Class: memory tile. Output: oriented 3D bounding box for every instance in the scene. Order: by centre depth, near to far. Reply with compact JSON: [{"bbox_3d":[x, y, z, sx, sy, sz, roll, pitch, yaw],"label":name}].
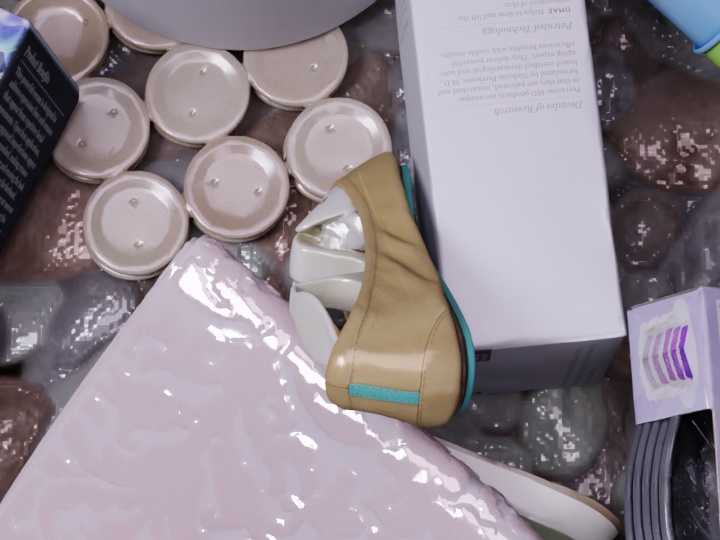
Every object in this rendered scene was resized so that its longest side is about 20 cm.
[{"bbox_3d":[-0.086,-0.104,1.028,0.153,0.017,0.200,-22,78,-5],"label":"memory tile"}]

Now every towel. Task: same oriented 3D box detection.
[{"bbox_3d":[-0.048,0.118,0.926,0.200,0.032,0.191,41,109,11],"label":"towel"}]

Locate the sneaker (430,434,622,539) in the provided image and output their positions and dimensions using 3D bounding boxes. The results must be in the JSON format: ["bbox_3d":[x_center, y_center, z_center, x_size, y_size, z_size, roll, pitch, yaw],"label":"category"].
[{"bbox_3d":[0.007,0.114,0.950,0.200,0.067,0.090,21,77,5],"label":"sneaker"}]

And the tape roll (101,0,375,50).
[{"bbox_3d":[-0.057,-0.215,0.974,0.202,0.139,0.203,0,76,-1],"label":"tape roll"}]

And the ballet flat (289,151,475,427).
[{"bbox_3d":[0.000,0.000,0.901,0.063,0.200,0.069,-1,112,-8],"label":"ballet flat"}]

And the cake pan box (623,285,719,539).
[{"bbox_3d":[0.198,0.107,0.910,0.200,0.052,0.184,6,73,-36],"label":"cake pan box"}]

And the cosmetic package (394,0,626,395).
[{"bbox_3d":[0.063,-0.051,0.968,0.081,0.113,0.200,-7,78,-2],"label":"cosmetic package"}]

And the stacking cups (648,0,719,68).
[{"bbox_3d":[0.153,-0.128,0.990,0.200,0.061,0.061,38,79,-5],"label":"stacking cups"}]

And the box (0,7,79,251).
[{"bbox_3d":[-0.240,-0.036,0.958,0.148,0.107,0.200,24,80,9],"label":"box"}]
